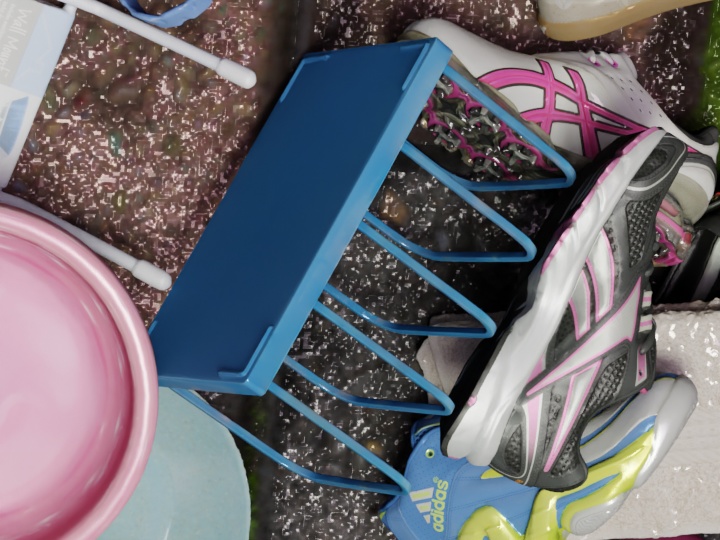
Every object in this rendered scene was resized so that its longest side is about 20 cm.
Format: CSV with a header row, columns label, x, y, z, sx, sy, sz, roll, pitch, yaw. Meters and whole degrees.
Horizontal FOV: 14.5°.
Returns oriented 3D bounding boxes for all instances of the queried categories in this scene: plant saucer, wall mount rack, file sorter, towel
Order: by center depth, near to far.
label,x,y,z,sx,sy,sz,roll,pitch,yaw
plant saucer,-0.201,0.060,1.433,0.199,0.051,0.202,-1,102,-3
file sorter,0.000,0.000,1.456,0.123,0.139,0.201,36,73,-25
wall mount rack,-0.161,-0.081,1.457,0.173,0.075,0.201,18,102,-27
plant saucer,-0.160,0.133,1.538,0.200,0.039,0.202,-4,107,-12
towel,0.134,0.082,1.556,0.199,0.034,0.133,-4,110,16

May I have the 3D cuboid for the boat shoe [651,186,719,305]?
label,x,y,z,sx,sy,sz,roll,pitch,yaw
boat shoe,0.220,-0.019,1.565,0.063,0.074,0.202,16,106,-40

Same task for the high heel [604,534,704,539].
label,x,y,z,sx,sy,sz,roll,pitch,yaw
high heel,0.105,0.190,1.589,0.199,0.096,0.068,-24,110,-6

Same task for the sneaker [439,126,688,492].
label,x,y,z,sx,sy,sz,roll,pitch,yaw
sneaker,0.121,0.024,1.461,0.086,0.080,0.201,30,92,-7

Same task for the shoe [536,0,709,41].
label,x,y,z,sx,sy,sz,roll,pitch,yaw
shoe,0.186,-0.178,1.515,0.199,0.070,0.054,-19,117,-6

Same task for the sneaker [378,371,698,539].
label,x,y,z,sx,sy,sz,roll,pitch,yaw
sneaker,0.084,0.102,1.518,0.105,0.076,0.200,45,113,0

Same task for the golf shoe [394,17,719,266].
label,x,y,z,sx,sy,sz,roll,pitch,yaw
golf shoe,0.105,-0.086,1.532,0.200,0.073,0.092,32,68,-18

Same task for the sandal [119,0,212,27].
label,x,y,z,sx,sy,sz,roll,pitch,yaw
sandal,-0.059,-0.183,1.438,0.199,0.079,0.087,-22,141,-31
